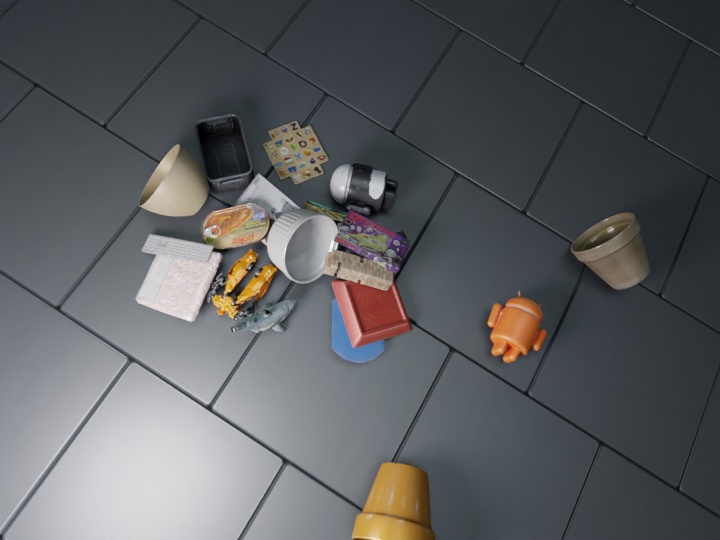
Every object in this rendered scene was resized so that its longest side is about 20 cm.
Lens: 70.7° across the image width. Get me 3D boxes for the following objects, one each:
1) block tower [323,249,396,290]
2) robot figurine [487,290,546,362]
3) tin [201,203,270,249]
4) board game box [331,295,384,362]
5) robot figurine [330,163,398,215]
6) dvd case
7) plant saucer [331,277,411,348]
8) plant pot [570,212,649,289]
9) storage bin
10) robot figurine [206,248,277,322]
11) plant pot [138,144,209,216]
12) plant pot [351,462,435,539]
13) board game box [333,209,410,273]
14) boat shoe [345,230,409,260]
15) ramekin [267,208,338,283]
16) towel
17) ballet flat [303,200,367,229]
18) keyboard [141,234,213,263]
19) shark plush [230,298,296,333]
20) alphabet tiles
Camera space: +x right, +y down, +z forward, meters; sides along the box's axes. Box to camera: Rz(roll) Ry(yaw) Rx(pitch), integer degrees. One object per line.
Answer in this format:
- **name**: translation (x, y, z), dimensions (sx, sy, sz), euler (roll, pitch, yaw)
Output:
- **block tower**: translation (0.000, 0.000, 1.410), dimensions (0.198, 0.054, 0.058), euler (14, 57, -12)
- **robot figurine**: translation (0.449, 0.163, 1.453), dimensions (0.143, 0.117, 0.201), euler (16, 68, 40)
- **tin**: translation (-0.355, -0.124, 1.457), dimensions (0.198, 0.042, 0.113), euler (-12, 82, 2)
- **board game box**: translation (-0.012, 0.163, 1.434), dimensions (0.156, 0.039, 0.202), euler (7, 68, -20)
- **robot figurine**: translation (0.008, -0.243, 1.514), dimensions (0.198, 0.150, 0.126), euler (12, 109, -4)
- **dvd case**: translation (-0.267, -0.165, 1.484), dimensions (0.200, 0.025, 0.151), euler (40, 92, 7)
- **plant saucer**: translation (0.039, 0.096, 1.437), dimensions (0.198, 0.037, 0.202), euler (-13, 75, -26)
- **plant pot**: translation (0.770, -0.047, 1.527), dimensions (0.200, 0.200, 0.174), euler (-40, 98, -16)
- **storage bin**: translation (-0.401, -0.344, 1.507), dimensions (0.134, 0.094, 0.202), euler (-14, 75, -10)
- **robot figurine**: translation (-0.330, 0.048, 1.421), dimensions (0.144, 0.058, 0.201), euler (36, 72, 5)
- **plant pot**: translation (-0.507, -0.232, 1.429), dimensions (0.134, 0.199, 0.202), euler (33, 69, -32)
- **plant pot**: translation (0.094, 0.588, 1.258), dimensions (0.198, 0.201, 0.185), euler (16, 58, -2)
- **board game box**: translation (0.035, -0.084, 1.431), dimensions (0.198, 0.032, 0.121), euler (27, 45, -3)
- **boat shoe**: translation (0.046, -0.082, 1.497), dimensions (0.197, 0.074, 0.069), euler (-13, 69, -13)
- **ramekin**: translation (-0.164, -0.076, 1.408), dimensions (0.105, 0.201, 0.200), euler (28, 69, 37)
- **towel**: translation (-0.500, 0.022, 1.400), dimensions (0.189, 0.032, 0.202), euler (15, 73, 13)
- **ballet flat**: translation (-0.076, -0.153, 1.512), dimensions (0.198, 0.071, 0.071), euler (16, 73, -3)
- **keyboard**: translation (-0.508, -0.060, 1.410), dimensions (0.198, 0.011, 0.057), euler (11, 69, 10)
- **shark plush**: translation (-0.265, 0.117, 1.361), dimensions (0.199, 0.083, 0.092), euler (-3, 63, -43)
- **alphabet tiles**: translation (-0.202, -0.368, 1.584), dimensions (0.165, 0.006, 0.201), euler (-25, 78, -13)
